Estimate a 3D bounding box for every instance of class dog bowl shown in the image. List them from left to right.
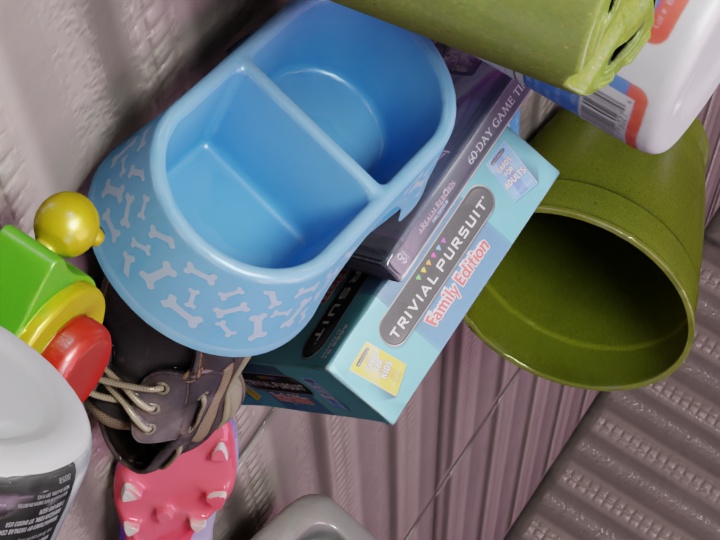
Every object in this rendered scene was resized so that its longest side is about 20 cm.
[{"bbox_3d":[-0.030,-0.051,0.853,0.200,0.111,0.050,-47,-179,-41],"label":"dog bowl"}]

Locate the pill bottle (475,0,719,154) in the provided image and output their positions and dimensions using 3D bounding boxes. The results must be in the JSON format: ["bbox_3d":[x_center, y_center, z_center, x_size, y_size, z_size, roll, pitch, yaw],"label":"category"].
[{"bbox_3d":[0.070,-0.145,0.846,0.113,0.199,0.112,-53,166,-20],"label":"pill bottle"}]

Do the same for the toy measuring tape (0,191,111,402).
[{"bbox_3d":[-0.151,0.058,0.777,0.201,0.073,0.074,-62,166,10],"label":"toy measuring tape"}]

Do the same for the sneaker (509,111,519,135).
[{"bbox_3d":[0.079,-0.116,1.203,0.090,0.078,0.200,-58,167,-17],"label":"sneaker"}]

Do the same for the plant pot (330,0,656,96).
[{"bbox_3d":[0.031,-0.159,0.703,0.201,0.189,0.200,-54,166,-19],"label":"plant pot"}]

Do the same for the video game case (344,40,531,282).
[{"bbox_3d":[0.027,-0.089,0.984,0.019,0.142,0.201,46,71,-34],"label":"video game case"}]

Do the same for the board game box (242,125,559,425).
[{"bbox_3d":[0.000,0.000,1.022,0.151,0.047,0.200,-56,-161,-15],"label":"board game box"}]

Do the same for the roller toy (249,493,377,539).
[{"bbox_3d":[-0.051,0.256,1.398,0.183,0.140,0.200,-50,170,9],"label":"roller toy"}]

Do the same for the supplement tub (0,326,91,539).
[{"bbox_3d":[-0.181,0.116,0.675,0.201,0.122,0.122,-63,166,19],"label":"supplement tub"}]

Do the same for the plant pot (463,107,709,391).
[{"bbox_3d":[0.191,-0.043,1.564,0.201,0.199,0.194,104,10,-52],"label":"plant pot"}]

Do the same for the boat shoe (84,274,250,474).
[{"bbox_3d":[-0.095,0.048,0.938,0.073,0.074,0.200,-53,164,-22],"label":"boat shoe"}]

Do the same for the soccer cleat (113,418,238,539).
[{"bbox_3d":[-0.107,0.128,1.122,0.077,0.066,0.201,-90,-172,-48],"label":"soccer cleat"}]
